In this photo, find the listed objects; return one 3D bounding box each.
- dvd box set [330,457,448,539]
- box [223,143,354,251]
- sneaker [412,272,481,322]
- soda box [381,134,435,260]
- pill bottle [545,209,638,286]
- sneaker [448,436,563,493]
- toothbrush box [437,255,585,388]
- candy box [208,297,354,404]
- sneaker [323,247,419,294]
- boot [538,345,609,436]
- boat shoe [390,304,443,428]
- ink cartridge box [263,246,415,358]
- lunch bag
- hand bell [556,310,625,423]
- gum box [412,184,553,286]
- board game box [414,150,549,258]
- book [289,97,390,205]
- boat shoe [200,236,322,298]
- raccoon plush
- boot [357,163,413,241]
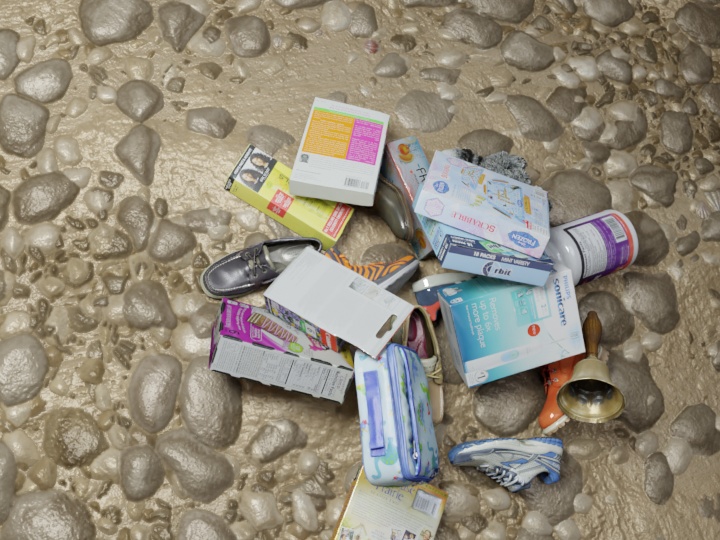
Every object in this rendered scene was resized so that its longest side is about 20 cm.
[{"bbox_3d":[0.033,0.394,1.226,0.146,0.029,0.200,26,66,-9],"label":"dvd box set"},{"bbox_3d":[-0.115,-0.116,1.339,0.200,0.050,0.075,33,63,-7],"label":"box"},{"bbox_3d":[0.185,0.041,1.383,0.199,0.075,0.085,-11,82,-16],"label":"sneaker"},{"bbox_3d":[0.097,-0.123,1.405,0.063,0.068,0.200,-19,80,-24],"label":"soda box"},{"bbox_3d":[0.373,-0.030,1.446,0.199,0.111,0.112,-17,78,-23],"label":"pill bottle"},{"bbox_3d":[0.234,0.306,1.304,0.199,0.077,0.085,3,75,-18],"label":"sneaker"},{"bbox_3d":[0.238,0.080,1.314,0.199,0.085,0.147,-16,109,-6],"label":"toothbrush box"},{"bbox_3d":[-0.115,0.115,1.212,0.199,0.136,0.061,17,108,-14],"label":"candy box"},{"bbox_3d":[0.000,0.000,1.327,0.200,0.078,0.112,-29,70,-37],"label":"sneaker"},{"bbox_3d":[0.328,0.181,1.385,0.107,0.075,0.200,38,56,0],"label":"boot"},{"bbox_3d":[0.093,0.150,1.311,0.074,0.066,0.201,-8,75,-21],"label":"boat shoe"},{"bbox_3d":[-0.031,0.055,1.211,0.200,0.050,0.109,29,60,22],"label":"ink cartridge box"},{"bbox_3d":[0.050,0.209,1.191,0.082,0.161,0.201,-13,70,18],"label":"lunch bag"},{"bbox_3d":[0.377,0.139,1.349,0.104,0.104,0.200,29,42,-8],"label":"hand bell"},{"bbox_3d":[0.184,-0.057,1.287,0.169,0.045,0.200,11,28,-17],"label":"gum box"},{"bbox_3d":[0.193,-0.108,1.291,0.199,0.041,0.200,21,27,2],"label":"board game box"},{"bbox_3d":[-0.029,-0.192,1.340,0.133,0.048,0.200,10,48,3],"label":"book"},{"bbox_3d":[-0.150,-0.013,1.284,0.199,0.065,0.072,-17,78,-23],"label":"boat shoe"},{"bbox_3d":[0.228,-0.128,1.410,0.199,0.097,0.134,0,42,-24],"label":"raccoon plush"},{"bbox_3d":[0.008,-0.116,1.358,0.097,0.075,0.200,-15,55,-22],"label":"boot"}]
